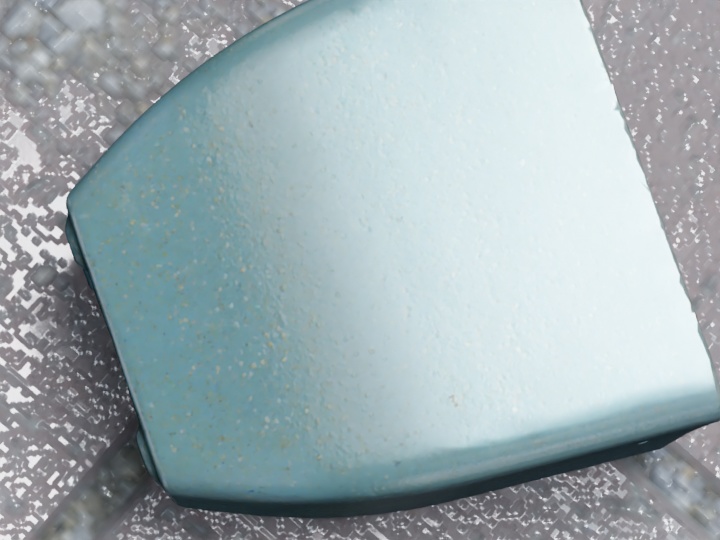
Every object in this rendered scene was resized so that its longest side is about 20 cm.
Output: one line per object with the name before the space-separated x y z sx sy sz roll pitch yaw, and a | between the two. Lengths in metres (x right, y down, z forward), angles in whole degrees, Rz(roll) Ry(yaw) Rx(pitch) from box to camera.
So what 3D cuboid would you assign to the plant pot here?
plant pot | 0.000 0.000 1.118 0.200 0.196 0.196 -18 84 -4
